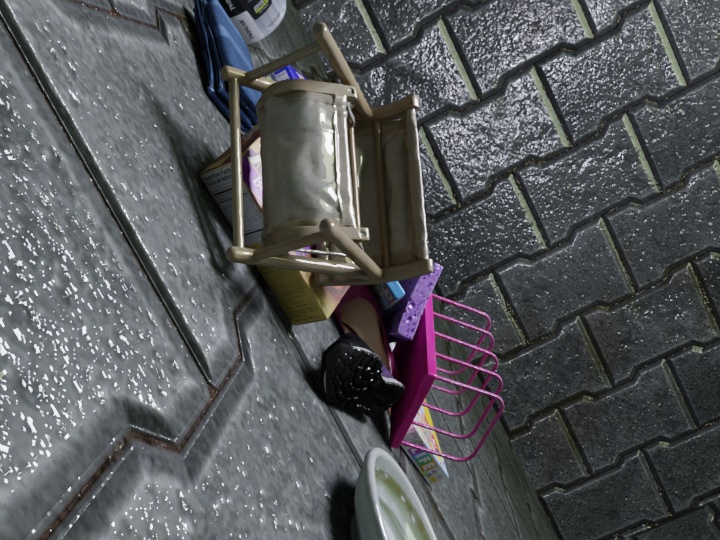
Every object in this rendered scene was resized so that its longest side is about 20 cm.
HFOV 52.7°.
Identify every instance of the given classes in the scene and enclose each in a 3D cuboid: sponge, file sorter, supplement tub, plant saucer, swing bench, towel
[{"bbox_3d":[0.064,0.052,1.086,0.029,0.113,0.200,24,-11,-6],"label":"sponge"},{"bbox_3d":[0.123,0.151,1.045,0.124,0.140,0.201,18,32,-8],"label":"file sorter"},{"bbox_3d":[-0.208,-0.464,1.128,0.200,0.121,0.124,51,15,-54],"label":"supplement tub"},{"bbox_3d":[0.035,0.275,0.699,0.202,0.050,0.201,62,9,-17],"label":"plant saucer"},{"bbox_3d":[-0.028,-0.099,0.737,0.199,0.128,0.202,18,64,-56],"label":"swing bench"},{"bbox_3d":[-0.182,-0.282,1.010,0.112,0.048,0.202,52,14,-53],"label":"towel"}]

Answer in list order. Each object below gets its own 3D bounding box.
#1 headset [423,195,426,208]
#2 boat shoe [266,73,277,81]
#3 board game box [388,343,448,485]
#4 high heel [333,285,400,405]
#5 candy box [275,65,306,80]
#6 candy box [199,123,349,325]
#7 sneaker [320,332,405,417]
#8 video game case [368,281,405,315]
[{"bbox_3d":[0.036,-0.082,1.050,0.123,0.093,0.203,-39,125,-55],"label":"headset"},{"bbox_3d":[-0.138,-0.254,1.120,0.091,0.070,0.200,55,0,-25],"label":"boat shoe"},{"bbox_3d":[0.078,0.220,1.157,0.135,0.034,0.201,57,11,-37],"label":"board game box"},{"bbox_3d":[0.010,0.088,1.005,0.096,0.067,0.202,-125,-170,-77],"label":"high heel"},{"bbox_3d":[-0.100,-0.259,1.329,0.202,0.076,0.169,65,10,-2],"label":"candy box"},{"bbox_3d":[-0.079,-0.055,0.804,0.202,0.056,0.117,62,38,-22],"label":"candy box"},{"bbox_3d":[-0.016,0.112,0.862,0.088,0.075,0.200,52,-2,28],"label":"sneaker"},{"bbox_3d":[0.000,0.000,1.072,0.144,0.018,0.200,57,-16,7],"label":"video game case"}]
